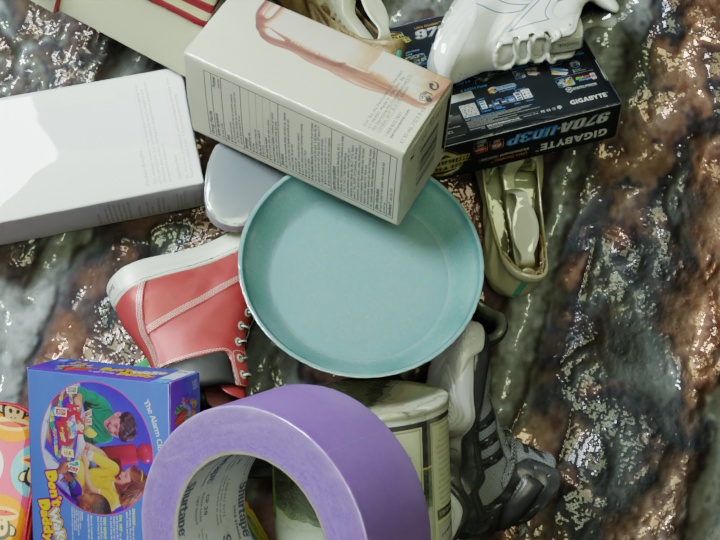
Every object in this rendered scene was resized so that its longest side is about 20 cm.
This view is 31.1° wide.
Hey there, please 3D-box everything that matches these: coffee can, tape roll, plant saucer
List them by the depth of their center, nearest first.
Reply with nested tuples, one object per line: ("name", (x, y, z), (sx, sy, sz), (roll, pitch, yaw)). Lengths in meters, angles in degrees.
("tape roll", (-0.055, 0.187, 0.929), (0.199, 0.085, 0.201), (4, 98, 32))
("coffee can", (0.002, 0.199, 1.031), (0.146, 0.146, 0.201), (-3, 96, -6))
("plant saucer", (0.000, 0.000, 1.057), (0.199, 0.036, 0.201), (1, 64, -3))

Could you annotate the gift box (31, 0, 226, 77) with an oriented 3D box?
("gift box", (-0.180, -0.298, 1.088), (0.186, 0.185, 0.200), (28, 40, -1))

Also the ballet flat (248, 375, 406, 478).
("ballet flat", (-0.050, 0.135, 1.123), (0.199, 0.057, 0.067), (-13, 99, -2))

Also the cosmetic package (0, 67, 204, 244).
("cosmetic package", (-0.242, -0.098, 1.127), (0.199, 0.081, 0.113), (-10, 80, -7))

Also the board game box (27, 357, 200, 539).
("board game box", (-0.194, 0.176, 1.024), (0.134, 0.045, 0.201), (4, 98, 24))

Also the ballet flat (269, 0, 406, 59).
("ballet flat", (-0.018, -0.228, 1.141), (0.068, 0.073, 0.200), (2, 38, -38))

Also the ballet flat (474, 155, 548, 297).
("ballet flat", (0.138, -0.077, 1.168), (0.069, 0.069, 0.201), (-4, 79, -7))

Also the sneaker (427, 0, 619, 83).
("sneaker", (0.143, -0.214, 1.124), (0.200, 0.075, 0.087), (-34, 63, -21))

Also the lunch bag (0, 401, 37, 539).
("lunch bag", (-0.359, 0.189, 1.055), (0.199, 0.082, 0.177), (8, 78, -5))

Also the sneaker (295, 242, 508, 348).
("sneaker", (0.041, 0.017, 1.108), (0.199, 0.082, 0.077), (21, 65, -20))

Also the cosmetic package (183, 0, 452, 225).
("cosmetic package", (-0.034, -0.133, 1.047), (0.199, 0.104, 0.087), (26, 61, 13))

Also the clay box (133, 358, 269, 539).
("clay box", (-0.170, 0.181, 1.081), (0.115, 0.048, 0.200), (-32, 84, 5))

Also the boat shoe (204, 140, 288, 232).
("boat shoe", (-0.090, -0.113, 1.138), (0.073, 0.068, 0.200), (16, 63, -7))

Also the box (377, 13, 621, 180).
("box", (0.111, -0.167, 1.161), (0.199, 0.046, 0.159), (-15, 54, -9))

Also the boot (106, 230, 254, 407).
("boot", (-0.094, 0.041, 1.090), (0.199, 0.073, 0.145), (-21, 65, -27))

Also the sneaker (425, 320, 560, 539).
("sneaker", (0.113, 0.139, 1.102), (0.113, 0.075, 0.201), (3, 106, -14))
